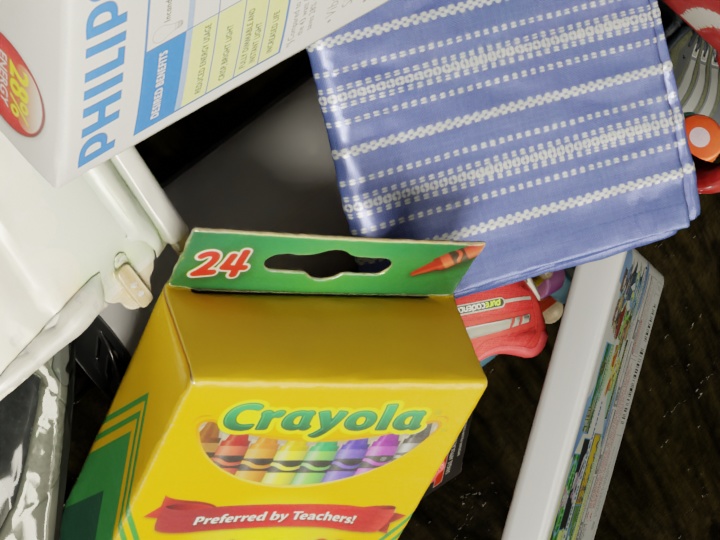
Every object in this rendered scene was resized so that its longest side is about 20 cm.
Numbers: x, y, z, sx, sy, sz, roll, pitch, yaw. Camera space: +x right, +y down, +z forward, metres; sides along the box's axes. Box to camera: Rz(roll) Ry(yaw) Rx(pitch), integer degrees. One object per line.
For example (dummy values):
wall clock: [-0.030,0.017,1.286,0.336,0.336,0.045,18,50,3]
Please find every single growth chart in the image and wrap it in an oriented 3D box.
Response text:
growth chart: [-0.159,-0.004,0.978,0.200,0.018,0.145,-36,115,-20]

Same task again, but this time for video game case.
video game case: [0.094,0.088,1.236,0.182,0.022,0.201,23,82,-78]

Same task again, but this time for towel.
towel: [0.049,-0.091,1.073,0.144,0.024,0.201,-16,104,-12]

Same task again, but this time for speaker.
speaker: [-0.036,-0.022,1.150,0.200,0.081,0.081,-38,153,-19]

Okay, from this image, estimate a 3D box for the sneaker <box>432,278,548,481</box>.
sneaker: [-0.004,0.063,1.168,0.200,0.085,0.077,-37,-177,-5]

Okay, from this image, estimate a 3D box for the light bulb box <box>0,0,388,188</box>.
light bulb box: [-0.052,-0.168,0.867,0.200,0.125,0.199,-32,151,-29]

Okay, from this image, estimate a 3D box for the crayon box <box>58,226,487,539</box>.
crayon box: [-0.036,0.068,1.068,0.126,0.051,0.200,1,137,-25]

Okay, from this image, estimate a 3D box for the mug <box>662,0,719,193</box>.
mug: [0.140,-0.145,1.113,0.178,0.200,0.133,-47,155,1]

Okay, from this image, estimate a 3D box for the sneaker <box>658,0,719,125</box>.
sneaker: [0.151,-0.101,1.347,0.200,0.074,0.081,-26,144,-41]

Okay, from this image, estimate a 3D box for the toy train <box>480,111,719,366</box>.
toy train: [0.096,-0.026,1.272,0.200,0.056,0.150,-39,169,26]

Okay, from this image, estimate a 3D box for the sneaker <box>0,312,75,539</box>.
sneaker: [-0.167,0.056,1.061,0.076,0.114,0.201,-104,-157,-79]

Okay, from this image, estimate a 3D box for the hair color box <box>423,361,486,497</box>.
hair color box: [-0.034,0.102,1.353,0.200,0.061,0.102,-31,151,-28]

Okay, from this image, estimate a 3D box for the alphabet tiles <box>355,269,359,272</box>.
alphabet tiles: [0.000,0.000,1.197,0.166,0.006,0.200,-36,-177,18]
